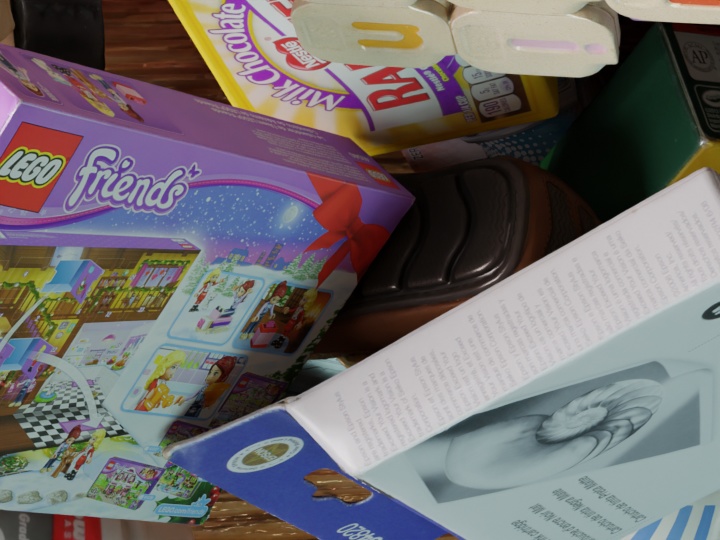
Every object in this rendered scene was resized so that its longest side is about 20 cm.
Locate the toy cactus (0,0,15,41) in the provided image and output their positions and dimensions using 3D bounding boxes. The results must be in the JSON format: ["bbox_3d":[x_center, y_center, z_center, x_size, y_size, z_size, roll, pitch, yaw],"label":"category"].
[{"bbox_3d":[-0.149,-0.130,0.827,0.200,0.102,0.165,-17,109,31],"label":"toy cactus"}]

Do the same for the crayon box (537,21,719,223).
[{"bbox_3d":[0.148,-0.008,1.082,0.200,0.058,0.173,4,144,-32],"label":"crayon box"}]

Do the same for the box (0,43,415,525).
[{"bbox_3d":[-0.084,0.009,0.917,0.200,0.039,0.137,12,116,-55],"label":"box"}]

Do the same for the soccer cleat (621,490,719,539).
[{"bbox_3d":[0.124,0.082,1.346,0.086,0.070,0.200,-36,143,-3],"label":"soccer cleat"}]

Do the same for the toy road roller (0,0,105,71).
[{"bbox_3d":[-0.157,-0.005,1.026,0.123,0.146,0.200,1,148,-16],"label":"toy road roller"}]

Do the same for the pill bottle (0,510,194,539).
[{"bbox_3d":[-0.174,0.121,1.270,0.200,0.114,0.114,17,141,-38],"label":"pill bottle"}]

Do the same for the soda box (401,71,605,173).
[{"bbox_3d":[0.065,-0.038,1.115,0.068,0.064,0.200,-16,150,12],"label":"soda box"}]

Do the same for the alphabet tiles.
[{"bbox_3d":[0.015,-0.106,0.828,0.195,0.015,0.200,4,157,12],"label":"alphabet tiles"}]

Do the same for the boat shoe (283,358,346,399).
[{"bbox_3d":[0.031,0.045,1.204,0.199,0.066,0.075,17,112,-17],"label":"boat shoe"}]

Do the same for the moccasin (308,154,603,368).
[{"bbox_3d":[0.000,-0.002,1.037,0.201,0.074,0.078,-13,155,37],"label":"moccasin"}]

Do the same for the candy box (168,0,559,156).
[{"bbox_3d":[-0.008,-0.093,0.923,0.102,0.026,0.200,-9,152,13],"label":"candy box"}]

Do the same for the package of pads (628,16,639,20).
[{"bbox_3d":[0.073,-0.168,0.838,0.076,0.121,0.200,-9,152,23],"label":"package of pads"}]

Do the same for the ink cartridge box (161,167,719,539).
[{"bbox_3d":[0.062,0.054,1.006,0.200,0.041,0.200,-28,156,12],"label":"ink cartridge box"}]
